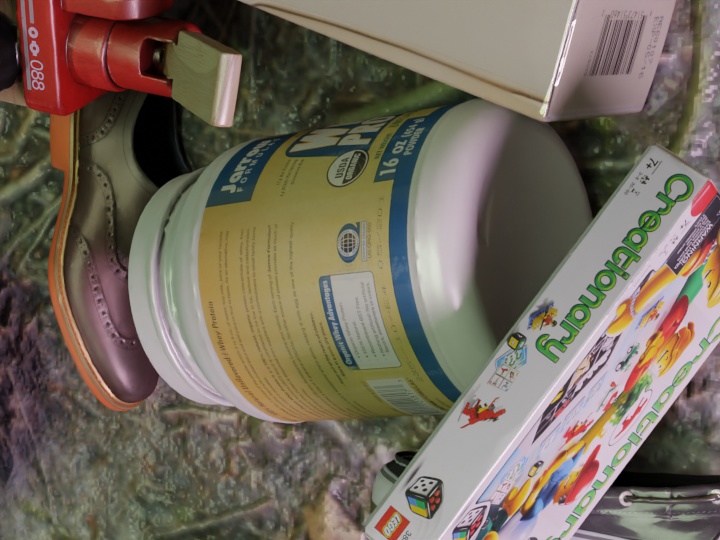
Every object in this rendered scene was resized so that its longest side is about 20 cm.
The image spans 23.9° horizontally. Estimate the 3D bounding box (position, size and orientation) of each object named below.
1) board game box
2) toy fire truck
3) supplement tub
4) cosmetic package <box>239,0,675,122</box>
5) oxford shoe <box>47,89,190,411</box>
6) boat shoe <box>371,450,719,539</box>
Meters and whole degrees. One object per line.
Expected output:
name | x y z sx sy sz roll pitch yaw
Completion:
board game box | 0.095 0.053 0.738 0.035 0.126 0.200 38 92 30
toy fire truck | -0.121 -0.152 0.836 0.199 0.129 0.177 14 121 22
supplement tub | 0.000 0.000 0.832 0.199 0.144 0.145 -7 92 35
cosmetic package | 0.039 -0.138 0.812 0.199 0.103 0.073 25 111 31
oxford shoe | -0.131 -0.020 0.970 0.072 0.071 0.201 -3 94 31
boat shoe | 0.098 0.105 0.825 0.199 0.070 0.067 10 94 34
